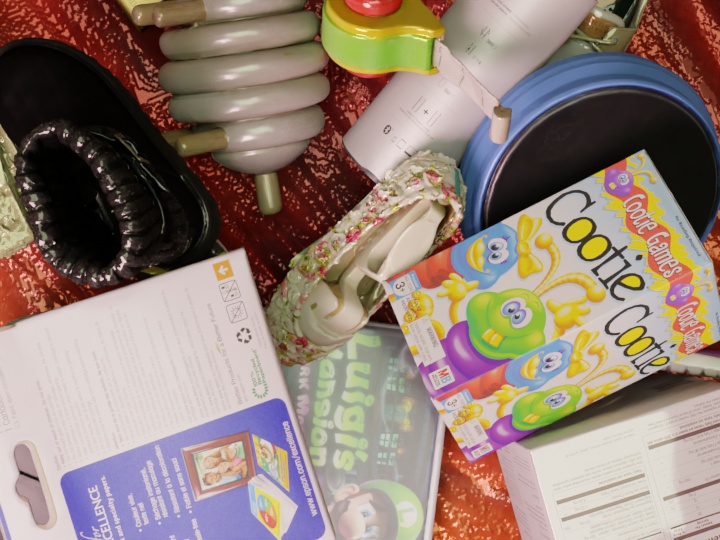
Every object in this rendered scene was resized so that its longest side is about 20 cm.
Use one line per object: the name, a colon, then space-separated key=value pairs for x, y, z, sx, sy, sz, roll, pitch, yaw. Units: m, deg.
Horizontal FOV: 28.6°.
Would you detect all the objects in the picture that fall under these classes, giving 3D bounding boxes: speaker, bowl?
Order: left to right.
speaker: x=0.078 y=-0.144 z=1.014 sx=0.081 sy=0.081 sz=0.201 roll=39 pitch=104 yaw=-3
bowl: x=0.169 y=-0.056 z=1.019 sx=0.197 sy=0.040 sz=0.203 roll=-6 pitch=121 yaw=-10

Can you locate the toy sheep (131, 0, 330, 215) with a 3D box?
toy sheep: x=-0.085 y=-0.139 z=1.009 sx=0.136 sy=0.138 sz=0.203 roll=-8 pitch=105 yaw=-4

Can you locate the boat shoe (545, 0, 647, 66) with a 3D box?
boat shoe: x=0.166 y=-0.183 z=1.054 sx=0.074 sy=0.068 sz=0.202 roll=22 pitch=88 yaw=-3

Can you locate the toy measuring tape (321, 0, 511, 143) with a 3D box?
toy measuring tape: x=0.024 y=-0.145 z=0.957 sx=0.073 sy=0.074 sz=0.201 roll=-34 pitch=53 yaw=-3

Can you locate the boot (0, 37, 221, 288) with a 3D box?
boot: x=-0.188 y=-0.078 z=0.905 sx=0.210 sy=0.158 sz=0.080 roll=40 pitch=104 yaw=10

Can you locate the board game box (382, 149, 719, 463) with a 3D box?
board game box: x=0.133 y=0.027 z=0.959 sx=0.198 sy=0.105 sz=0.104 roll=-27 pitch=54 yaw=4

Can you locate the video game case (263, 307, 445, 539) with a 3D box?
video game case: x=-0.028 y=0.136 z=1.061 sx=0.179 sy=0.023 sz=0.203 roll=7 pitch=89 yaw=-4

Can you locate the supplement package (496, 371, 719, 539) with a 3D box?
supplement package: x=0.201 y=0.194 z=1.012 sx=0.149 sy=0.152 sz=0.203 roll=-17 pitch=91 yaw=-4

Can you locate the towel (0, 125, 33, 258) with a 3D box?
towel: x=-0.329 y=-0.052 z=0.989 sx=0.198 sy=0.036 sz=0.150 roll=-26 pitch=93 yaw=-6

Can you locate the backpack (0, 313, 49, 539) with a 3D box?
backpack: x=-0.196 y=0.125 z=0.982 sx=0.198 sy=0.151 sz=0.180 roll=21 pitch=96 yaw=-14

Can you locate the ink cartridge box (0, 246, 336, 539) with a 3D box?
ink cartridge box: x=-0.138 y=0.110 z=0.900 sx=0.197 sy=0.047 sz=0.200 roll=-18 pitch=89 yaw=-12

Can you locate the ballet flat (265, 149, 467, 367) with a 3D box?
ballet flat: x=0.000 y=0.000 z=0.992 sx=0.075 sy=0.064 sz=0.201 roll=32 pitch=108 yaw=-27

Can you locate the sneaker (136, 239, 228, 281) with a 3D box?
sneaker: x=-0.130 y=-0.017 z=1.022 sx=0.075 sy=0.076 sz=0.201 roll=-35 pitch=90 yaw=17

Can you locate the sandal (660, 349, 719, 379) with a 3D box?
sandal: x=0.243 y=0.051 z=1.048 sx=0.199 sy=0.082 sz=0.051 roll=10 pitch=89 yaw=-7

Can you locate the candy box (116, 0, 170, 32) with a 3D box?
candy box: x=-0.178 y=-0.293 z=1.037 sx=0.116 sy=0.056 sz=0.201 roll=-37 pitch=93 yaw=-3
